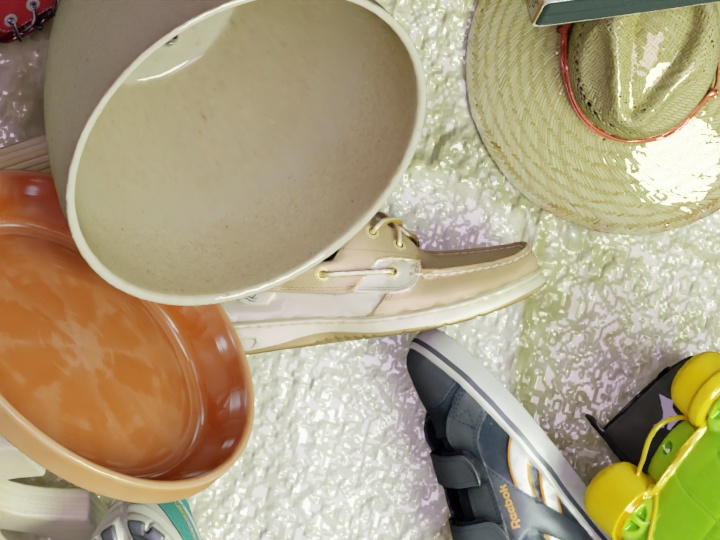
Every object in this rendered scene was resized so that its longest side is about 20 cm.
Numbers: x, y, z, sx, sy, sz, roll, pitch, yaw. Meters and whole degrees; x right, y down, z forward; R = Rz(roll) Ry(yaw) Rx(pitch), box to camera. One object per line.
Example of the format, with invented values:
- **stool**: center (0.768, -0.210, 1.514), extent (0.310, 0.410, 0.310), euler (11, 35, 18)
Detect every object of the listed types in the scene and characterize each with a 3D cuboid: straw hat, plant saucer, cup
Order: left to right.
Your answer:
- **plant saucer**: center (-0.142, 0.035, 1.390), extent (0.200, 0.200, 0.032), euler (45, 122, -2)
- **cup**: center (-0.085, -0.103, 1.423), extent (0.200, 0.200, 0.143), euler (-32, 49, -2)
- **straw hat**: center (0.156, -0.120, 1.487), extent (0.201, 0.085, 0.202), euler (0, 90, -3)

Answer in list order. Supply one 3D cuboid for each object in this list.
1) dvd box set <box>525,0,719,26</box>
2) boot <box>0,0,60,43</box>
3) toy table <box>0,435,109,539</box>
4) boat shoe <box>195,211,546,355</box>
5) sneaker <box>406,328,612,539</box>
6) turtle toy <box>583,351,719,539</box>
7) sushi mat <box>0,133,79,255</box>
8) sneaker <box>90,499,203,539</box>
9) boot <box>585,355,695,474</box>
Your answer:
- **dvd box set**: center (0.137, -0.233, 1.467), extent (0.146, 0.029, 0.200), euler (-8, 69, -14)
- **boot**: center (-0.169, -0.143, 1.481), extent (0.144, 0.072, 0.200), euler (26, 85, -4)
- **toy table**: center (-0.209, 0.117, 1.434), extent (0.117, 0.184, 0.200), euler (-3, 81, 9)
- **boat shoe**: center (0.000, 0.000, 1.486), extent (0.200, 0.074, 0.069), euler (-9, 96, -2)
- **sneaker**: center (0.078, 0.126, 1.487), extent (0.079, 0.078, 0.200), euler (-40, 93, -8)
- **turtle toy**: center (0.196, 0.147, 1.428), extent (0.146, 0.101, 0.200), euler (44, 102, 32)
- **sushi mat**: center (-0.183, -0.019, 1.447), extent (0.200, 0.012, 0.096), euler (-22, 86, -40)
- **sneaker**: center (-0.084, 0.204, 1.481), extent (0.077, 0.080, 0.200), euler (-13, 109, 16)
- **boot**: center (0.239, 0.079, 1.501), extent (0.200, 0.077, 0.138), euler (-37, 87, -3)
